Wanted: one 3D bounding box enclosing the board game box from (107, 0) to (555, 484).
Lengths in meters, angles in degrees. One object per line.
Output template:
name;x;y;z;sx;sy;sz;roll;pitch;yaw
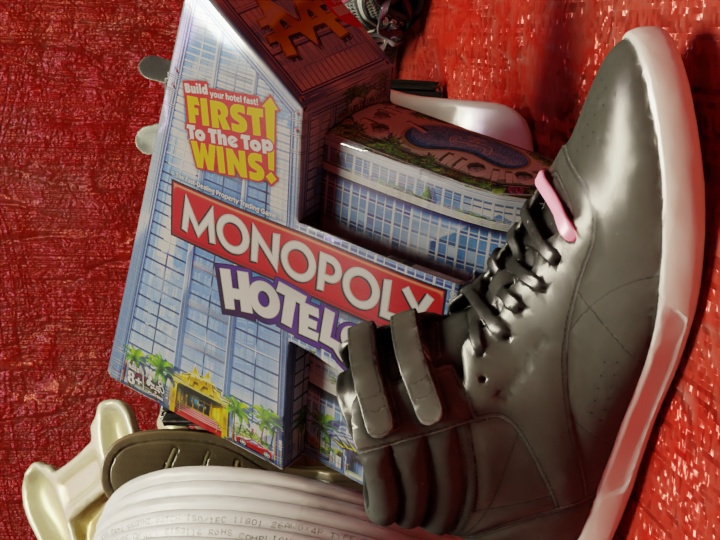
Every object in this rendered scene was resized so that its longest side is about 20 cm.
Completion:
board game box;-0.011;-0.014;0.524;0.062;0.200;0.200;-33;-44;-46

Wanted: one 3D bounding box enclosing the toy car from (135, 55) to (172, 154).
toy car;-0.136;-0.167;1.398;0.158;0.199;0.165;116;154;-72

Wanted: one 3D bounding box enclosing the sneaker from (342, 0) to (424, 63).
sneaker;0.005;-0.170;0.860;0.081;0.075;0.200;-50;-12;-10

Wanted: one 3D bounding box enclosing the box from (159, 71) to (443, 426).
box;-0.036;-0.009;0.785;0.086;0.163;0.201;132;139;-79

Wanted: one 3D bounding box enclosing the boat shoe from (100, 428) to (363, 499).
boat shoe;-0.062;0.138;0.820;0.068;0.199;0.072;-157;81;-78

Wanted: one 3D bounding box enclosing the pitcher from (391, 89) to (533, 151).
pitcher;-0.017;-0.006;0.645;0.121;0.171;0.200;-52;-19;-41

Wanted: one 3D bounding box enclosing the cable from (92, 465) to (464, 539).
cable;-0.032;0.155;0.613;0.200;0.199;0.069;92;-173;-57

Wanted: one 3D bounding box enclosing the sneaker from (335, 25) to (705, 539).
sneaker;0.045;0.017;0.427;0.071;0.099;0.201;-98;13;-57

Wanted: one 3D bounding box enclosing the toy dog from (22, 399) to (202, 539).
toy dog;-0.104;0.172;0.951;0.140;0.200;0.194;-49;61;32
